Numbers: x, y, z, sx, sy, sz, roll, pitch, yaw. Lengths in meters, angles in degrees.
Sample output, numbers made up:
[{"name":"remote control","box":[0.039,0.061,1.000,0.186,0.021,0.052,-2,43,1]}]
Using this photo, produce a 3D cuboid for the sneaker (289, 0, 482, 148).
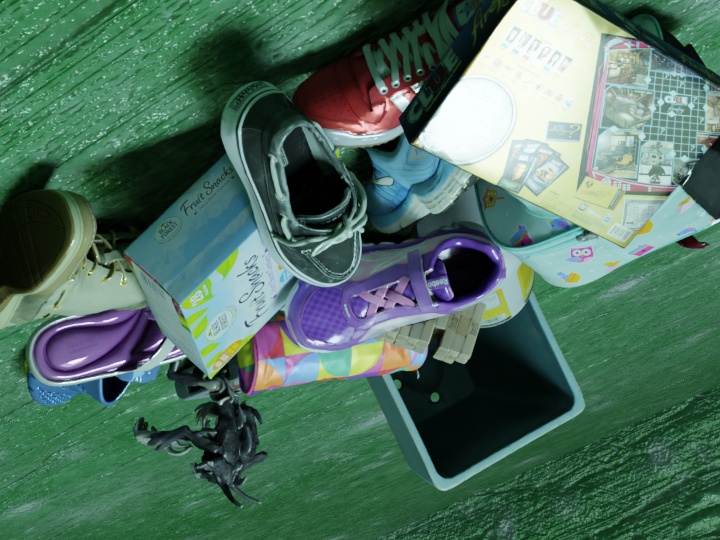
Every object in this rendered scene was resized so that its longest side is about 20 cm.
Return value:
[{"name":"sneaker","box":[0.046,-0.151,0.873,0.198,0.072,0.113,-16,158,-11]}]

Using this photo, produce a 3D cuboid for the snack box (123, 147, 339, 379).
[{"name":"snack box","box":[-0.092,-0.018,0.999,0.169,0.068,0.200,-45,165,-15]}]

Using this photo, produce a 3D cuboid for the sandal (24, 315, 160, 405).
[{"name":"sandal","box":[-0.252,0.089,1.198,0.079,0.088,0.200,-4,157,-44]}]

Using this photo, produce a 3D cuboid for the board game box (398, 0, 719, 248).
[{"name":"board game box","box":[0.144,-0.107,0.849,0.199,0.035,0.136,23,118,-30]}]

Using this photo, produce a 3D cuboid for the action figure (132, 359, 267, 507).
[{"name":"action figure","box":[-0.156,0.140,1.255,0.101,0.202,0.118,-20,168,31]}]

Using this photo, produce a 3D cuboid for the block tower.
[{"name":"block tower","box":[0.012,0.032,1.186,0.198,0.058,0.054,19,164,1]}]

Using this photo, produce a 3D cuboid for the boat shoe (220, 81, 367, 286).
[{"name":"boat shoe","box":[-0.030,-0.046,0.875,0.074,0.068,0.200,-41,142,-18]}]

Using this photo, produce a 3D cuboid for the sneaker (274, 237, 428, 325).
[{"name":"sneaker","box":[0.000,0.000,1.130,0.198,0.082,0.074,6,164,-5]}]

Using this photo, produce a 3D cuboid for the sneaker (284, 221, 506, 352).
[{"name":"sneaker","box":[0.035,0.013,1.040,0.198,0.081,0.088,-19,-170,-12]}]

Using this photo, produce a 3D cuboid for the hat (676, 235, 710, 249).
[{"name":"hat","box":[0.232,-0.048,1.173,0.165,0.177,0.200,-27,160,20]}]

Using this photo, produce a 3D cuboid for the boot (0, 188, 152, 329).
[{"name":"boot","box":[-0.206,-0.011,0.992,0.154,0.073,0.200,-5,161,-36]}]

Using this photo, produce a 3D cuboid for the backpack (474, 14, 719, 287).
[{"name":"backpack","box":[0.181,-0.091,1.020,0.153,0.177,0.199,21,137,-39]}]

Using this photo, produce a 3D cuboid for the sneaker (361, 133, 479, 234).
[{"name":"sneaker","box":[0.040,-0.092,1.035,0.078,0.090,0.200,-42,-174,-19]}]

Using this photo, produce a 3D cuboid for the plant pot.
[{"name":"plant pot","box":[0.098,0.114,1.440,0.195,0.198,0.200,-27,-179,-16]}]

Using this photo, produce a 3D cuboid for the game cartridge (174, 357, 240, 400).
[{"name":"game cartridge","box":[-0.110,0.107,1.398,0.132,0.041,0.200,-11,172,-30]}]

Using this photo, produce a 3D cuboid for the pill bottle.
[{"name":"pill bottle","box":[0.108,-0.019,1.228,0.111,0.113,0.200,-22,161,5]}]

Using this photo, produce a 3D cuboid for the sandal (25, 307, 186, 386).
[{"name":"sandal","box":[-0.192,0.051,1.115,0.201,0.083,0.050,-25,-173,-20]}]

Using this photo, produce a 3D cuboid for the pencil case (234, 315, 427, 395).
[{"name":"pencil case","box":[-0.028,0.072,1.249,0.198,0.089,0.088,-5,157,-24]}]
